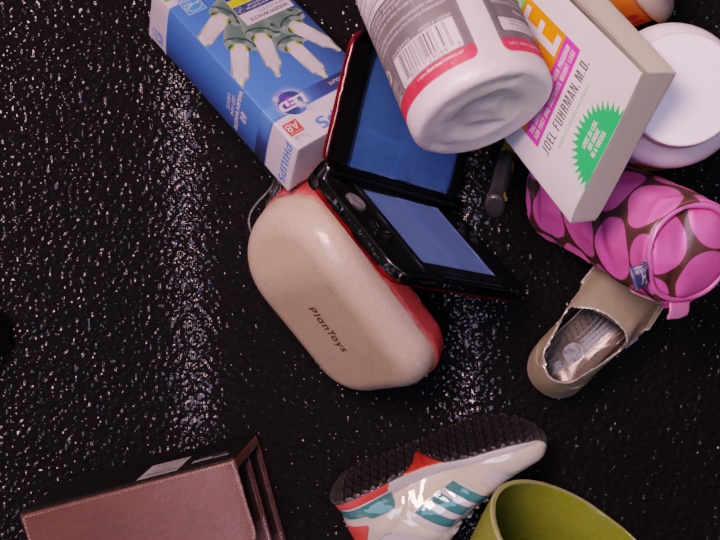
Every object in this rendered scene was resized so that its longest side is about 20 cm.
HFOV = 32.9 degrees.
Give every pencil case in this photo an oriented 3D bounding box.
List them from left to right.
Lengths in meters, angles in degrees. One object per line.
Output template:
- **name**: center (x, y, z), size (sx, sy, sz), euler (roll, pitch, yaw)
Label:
- **pencil case**: center (0.209, -0.037, 0.990), size (0.090, 0.200, 0.094), euler (-10, 112, -17)

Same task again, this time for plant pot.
- **plant pot**: center (0.139, 0.316, 1.037), size (0.187, 0.187, 0.200), euler (33, 113, 4)

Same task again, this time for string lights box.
- **string lights box**: center (-0.079, -0.171, 1.029), size (0.103, 0.059, 0.200), euler (-31, 68, -29)

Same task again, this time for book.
- **book**: center (0.145, -0.152, 0.924), size (0.048, 0.200, 0.134), euler (-5, 134, -30)

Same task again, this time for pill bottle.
- **pill bottle**: center (0.057, -0.197, 0.911), size (0.110, 0.111, 0.201), euler (-23, 68, 7)
- **pill bottle**: center (0.242, -0.136, 0.972), size (0.111, 0.200, 0.112), euler (0, 94, 6)

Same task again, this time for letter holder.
- **letter holder**: center (-0.178, 0.248, 1.096), size (0.199, 0.101, 0.143), euler (-15, 94, 7)

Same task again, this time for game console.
- **game console**: center (0.065, -0.078, 0.985), size (0.119, 0.200, 0.172), euler (-51, 59, 21)

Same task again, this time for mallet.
- **mallet**: center (0.121, -0.086, 0.995), size (0.041, 0.200, 0.066), euler (0, 125, 13)

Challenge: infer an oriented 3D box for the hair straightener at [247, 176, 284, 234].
- **hair straightener**: center (-0.051, -0.095, 1.095), size (0.077, 0.041, 0.201), euler (22, 100, 5)

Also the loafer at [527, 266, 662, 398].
- **loafer**: center (0.220, 0.032, 1.051), size (0.076, 0.068, 0.200), euler (36, 97, 3)

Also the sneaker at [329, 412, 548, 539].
- **sneaker**: center (0.079, 0.199, 1.087), size (0.199, 0.070, 0.094), euler (-21, 109, 5)

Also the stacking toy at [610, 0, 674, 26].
- **stacking toy**: center (0.151, -0.230, 1.033), size (0.200, 0.146, 0.146), euler (-30, 90, 27)

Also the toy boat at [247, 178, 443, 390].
- **toy boat**: center (0.000, 0.000, 1.056), size (0.130, 0.131, 0.200), euler (-12, 123, 46)

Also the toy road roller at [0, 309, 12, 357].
- **toy road roller**: center (-0.431, 0.036, 1.104), size (0.146, 0.123, 0.200), euler (-27, 91, 19)
